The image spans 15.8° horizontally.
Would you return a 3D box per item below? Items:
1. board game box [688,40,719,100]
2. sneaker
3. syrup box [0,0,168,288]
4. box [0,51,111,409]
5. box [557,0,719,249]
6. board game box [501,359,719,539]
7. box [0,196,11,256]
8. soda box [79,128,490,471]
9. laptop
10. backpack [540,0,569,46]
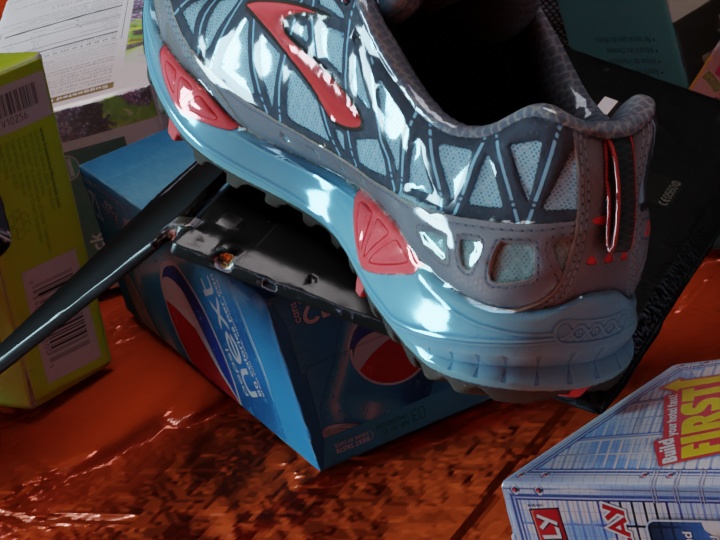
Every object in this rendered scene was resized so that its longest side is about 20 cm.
[{"bbox_3d":[0.181,-0.139,0.841,0.200,0.034,0.135,-53,-6,-31],"label":"board game box"},{"bbox_3d":[0.015,-0.056,0.682,0.079,0.096,0.200,-12,40,-36],"label":"sneaker"},{"bbox_3d":[-0.110,-0.062,1.090,0.081,0.079,0.200,-15,21,2],"label":"syrup box"},{"bbox_3d":[-0.188,-0.019,0.976,0.200,0.122,0.048,4,23,41],"label":"box"},{"bbox_3d":[0.108,-0.114,0.890,0.049,0.200,0.082,4,29,46],"label":"box"},{"bbox_3d":[0.147,0.043,0.664,0.199,0.062,0.200,-8,23,20],"label":"board game box"},{"bbox_3d":[-0.243,-0.045,0.883,0.197,0.117,0.200,-38,50,20],"label":"box"},{"bbox_3d":[-0.031,0.000,0.897,0.068,0.064,0.200,-23,22,-16],"label":"soda box"},{"bbox_3d":[0.000,0.000,0.777,0.200,0.104,0.177,20,35,15],"label":"laptop"},{"bbox_3d":[0.047,-0.126,0.991,0.200,0.147,0.183,4,13,-28],"label":"backpack"}]
